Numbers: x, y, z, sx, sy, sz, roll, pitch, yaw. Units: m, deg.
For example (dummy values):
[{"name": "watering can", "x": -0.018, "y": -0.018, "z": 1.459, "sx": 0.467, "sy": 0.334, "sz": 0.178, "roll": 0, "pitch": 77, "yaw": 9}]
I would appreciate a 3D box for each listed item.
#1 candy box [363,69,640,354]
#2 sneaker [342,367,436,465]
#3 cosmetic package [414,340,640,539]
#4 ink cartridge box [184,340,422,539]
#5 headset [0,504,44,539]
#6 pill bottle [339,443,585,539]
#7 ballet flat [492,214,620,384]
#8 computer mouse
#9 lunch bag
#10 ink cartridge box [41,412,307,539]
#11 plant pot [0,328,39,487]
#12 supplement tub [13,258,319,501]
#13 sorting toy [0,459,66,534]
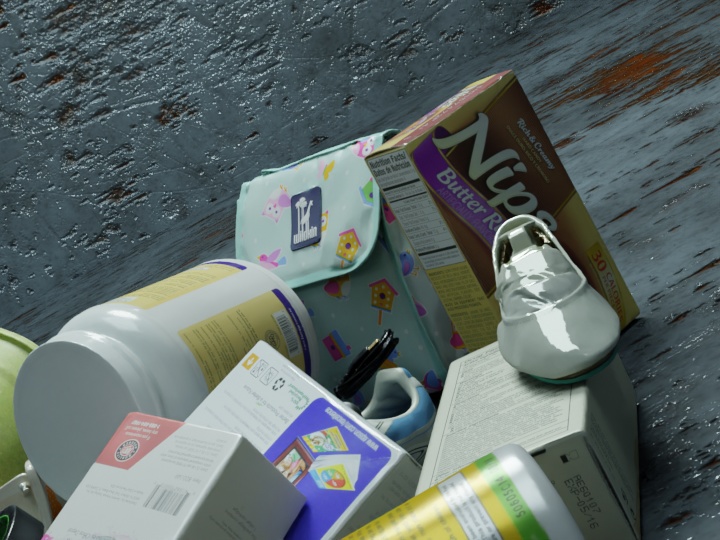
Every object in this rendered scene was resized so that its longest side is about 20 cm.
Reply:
[{"name": "candy box", "x": 0.101, "y": -0.023, "z": 1.127, "sx": 0.117, "sy": 0.201, "sz": 0.056, "roll": -35, "pitch": 13, "yaw": -32}, {"name": "sneaker", "x": -0.019, "y": 0.135, "z": 1.058, "sx": 0.072, "sy": 0.073, "sz": 0.200, "roll": -16, "pitch": 18, "yaw": 44}, {"name": "cosmetic package", "x": 0.099, "y": 0.098, "z": 0.919, "sx": 0.103, "sy": 0.073, "sz": 0.200, "roll": -25, "pitch": 12, "yaw": 17}, {"name": "ink cartridge box", "x": -0.077, "y": 0.155, "z": 0.983, "sx": 0.200, "sy": 0.043, "sz": 0.198, "roll": -46, "pitch": 33, "yaw": -8}, {"name": "headset", "x": -0.270, "y": 0.229, "z": 1.021, "sx": 0.123, "sy": 0.094, "sz": 0.200, "roll": -40, "pitch": 22, "yaw": 41}, {"name": "pill bottle", "x": 0.011, "y": 0.171, "z": 0.713, "sx": 0.199, "sy": 0.111, "sz": 0.111, "roll": -30, "pitch": 11, "yaw": -2}, {"name": "ballet flat", "x": 0.103, "y": 0.010, "z": 0.951, "sx": 0.069, "sy": 0.070, "sz": 0.200, "roll": -28, "pitch": 12, "yaw": 6}, {"name": "computer mouse", "x": -0.043, "y": 0.109, "z": 1.153, "sx": 0.200, "sy": 0.034, "sz": 0.059, "roll": -49, "pitch": -4, "yaw": 19}, {"name": "lunch bag", "x": 0.000, "y": 0.000, "z": 1.261, "sx": 0.170, "sy": 0.201, "sz": 0.122, "roll": -17, "pitch": 11, "yaw": 43}, {"name": "ink cartridge box", "x": -0.133, "y": 0.184, "z": 0.908, "sx": 0.116, "sy": 0.068, "sz": 0.200, "roll": 5, "pitch": 54, "yaw": 48}, {"name": "plant pot", "x": -0.348, "y": 0.169, "z": 1.332, "sx": 0.200, "sy": 0.201, "sz": 0.184, "roll": -23, "pitch": 6, "yaw": 28}, {"name": "supplement tub", "x": -0.139, "y": 0.082, "z": 1.182, "sx": 0.145, "sy": 0.146, "sz": 0.200, "roll": -21, "pitch": 2, "yaw": 37}, {"name": "sorting toy", "x": -0.280, "y": 0.233, "z": 1.228, "sx": 0.200, "sy": 0.107, "sz": 0.180, "roll": -36, "pitch": 0, "yaw": 2}]
